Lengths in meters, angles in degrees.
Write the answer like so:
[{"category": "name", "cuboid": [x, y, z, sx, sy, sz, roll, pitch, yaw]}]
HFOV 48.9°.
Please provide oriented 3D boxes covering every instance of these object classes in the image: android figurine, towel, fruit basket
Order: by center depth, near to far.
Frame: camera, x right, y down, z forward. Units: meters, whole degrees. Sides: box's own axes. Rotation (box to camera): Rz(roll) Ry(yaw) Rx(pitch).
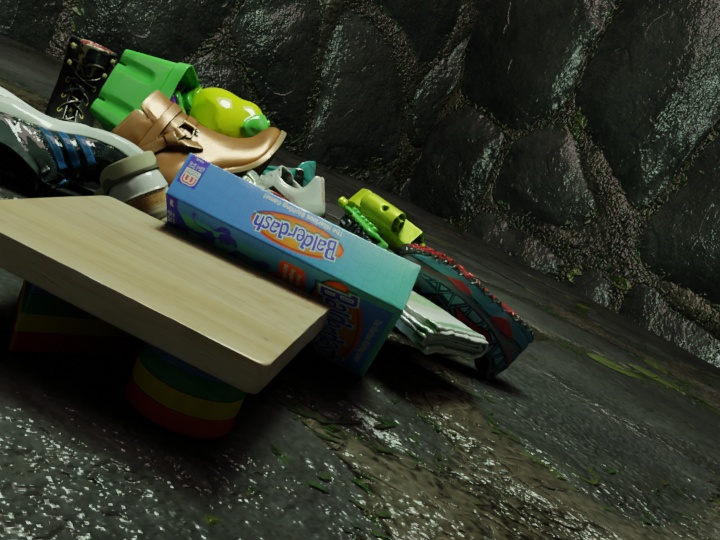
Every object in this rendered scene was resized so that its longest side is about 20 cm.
[{"category": "towel", "cuboid": [0.026, 0.027, 0.803, 0.198, 0.031, 0.148, 33, 6, 30]}, {"category": "fruit basket", "cuboid": [-0.232, -0.186, 1.058, 0.212, 0.158, 0.216, 29, -9, 5]}, {"category": "android figurine", "cuboid": [0.039, -0.037, 1.112, 0.199, 0.041, 0.184, 40, -22, 31]}]

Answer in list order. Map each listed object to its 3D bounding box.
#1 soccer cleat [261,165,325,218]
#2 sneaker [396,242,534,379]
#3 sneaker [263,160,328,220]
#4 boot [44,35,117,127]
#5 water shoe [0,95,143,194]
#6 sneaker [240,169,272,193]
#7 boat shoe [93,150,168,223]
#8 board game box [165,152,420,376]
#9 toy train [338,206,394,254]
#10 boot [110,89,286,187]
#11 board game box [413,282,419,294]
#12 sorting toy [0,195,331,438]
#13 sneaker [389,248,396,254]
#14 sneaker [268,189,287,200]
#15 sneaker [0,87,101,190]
[{"category": "soccer cleat", "cuboid": [-0.140, -0.115, 1.177, 0.195, 0.088, 0.068, 12, 5, 21]}, {"category": "sneaker", "cuboid": [0.107, 0.052, 0.893, 0.199, 0.096, 0.079, 38, 2, -17]}, {"category": "sneaker", "cuboid": [-0.084, -0.110, 1.259, 0.196, 0.123, 0.084, 24, 9, -1]}, {"category": "boot", "cuboid": [-0.372, -0.221, 1.035, 0.072, 0.154, 0.200, 20, 11, -19]}, {"category": "water shoe", "cuboid": [-0.317, -0.111, 0.829, 0.196, 0.081, 0.071, 18, -29, -21]}, {"category": "sneaker", "cuboid": [-0.118, -0.046, 0.957, 0.086, 0.078, 0.200, 44, -6, 4]}, {"category": "boat shoe", "cuboid": [-0.221, -0.061, 0.791, 0.070, 0.073, 0.200, 66, -12, -3]}, {"category": "board game box", "cuboid": [-0.063, 0.004, 0.652, 0.196, 0.046, 0.153, 25, -29, 1]}, {"category": "toy train", "cuboid": [0.005, -0.030, 0.852, 0.056, 0.042, 0.200, 39, 4, -13]}, {"category": "boot", "cuboid": [-0.189, -0.157, 0.948, 0.155, 0.074, 0.201, 44, 48, -4]}, {"category": "board game box", "cuboid": [0.000, 0.000, 0.993, 0.197, 0.024, 0.106, 27, -27, 17]}, {"category": "sorting toy", "cuboid": [-0.135, 0.026, 0.516, 0.196, 0.071, 0.199, 26, 9, 5]}, {"category": "sneaker", "cuboid": [-0.003, -0.018, 1.096, 0.197, 0.078, 0.083, 30, 15, 26]}, {"category": "sneaker", "cuboid": [-0.184, -0.096, 1.065, 0.114, 0.080, 0.198, 32, 10, 33]}, {"category": "sneaker", "cuboid": [-0.358, -0.131, 0.889, 0.196, 0.074, 0.086, 24, 32, -13]}]
